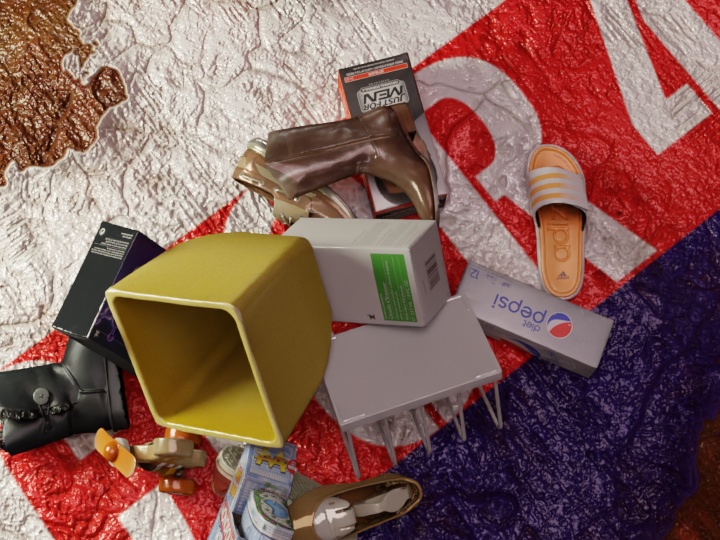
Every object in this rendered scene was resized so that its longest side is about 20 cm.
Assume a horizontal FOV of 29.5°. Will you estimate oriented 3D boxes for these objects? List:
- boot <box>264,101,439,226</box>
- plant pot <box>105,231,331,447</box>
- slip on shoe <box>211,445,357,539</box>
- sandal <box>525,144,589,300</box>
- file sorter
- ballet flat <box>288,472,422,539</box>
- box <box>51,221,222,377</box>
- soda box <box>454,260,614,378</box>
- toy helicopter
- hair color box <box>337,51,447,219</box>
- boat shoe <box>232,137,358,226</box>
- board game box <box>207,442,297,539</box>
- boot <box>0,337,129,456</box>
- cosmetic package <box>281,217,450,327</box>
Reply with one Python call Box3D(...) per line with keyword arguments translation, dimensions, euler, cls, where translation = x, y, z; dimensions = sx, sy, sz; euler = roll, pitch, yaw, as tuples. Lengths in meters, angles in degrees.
Box3D(translation=(-0.014, -0.112, 1.697), dimensions=(0.197, 0.065, 0.188), euler=(-14, 62, -11), cls="boot")
Box3D(translation=(-0.140, 0.057, 1.595), dimensions=(0.193, 0.196, 0.200), euler=(5, 35, 33), cls="plant pot")
Box3D(translation=(-0.094, 0.286, 1.669), dimensions=(0.198, 0.074, 0.062), euler=(28, 119, -2), cls="slip on shoe")
Box3D(translation=(0.261, -0.069, 1.759), dimensions=(0.078, 0.059, 0.210), euler=(-4, 75, -1), cls="sandal")
Box3D(translation=(0.061, 0.144, 1.653), dimensions=(0.197, 0.125, 0.140), euler=(-18, 44, -5), cls="file sorter")
Box3D(translation=(-0.009, 0.281, 1.618), dimensions=(0.198, 0.063, 0.070), euler=(-16, 94, -37), cls="ballet flat")
Box3D(translation=(-0.255, 0.053, 1.653), dimensions=(0.078, 0.200, 0.143), euler=(15, 74, 41), cls="box")
Box3D(translation=(0.213, 0.063, 1.722), dimensions=(0.198, 0.064, 0.069), euler=(22, 75, 5), cls="soda box")
Box3D(translation=(-0.243, 0.214, 1.611), dimensions=(0.130, 0.200, 0.080), euler=(10, 75, -15), cls="toy helicopter")
Box3D(translation=(0.040, -0.173, 1.785), dimensions=(0.100, 0.061, 0.203), euler=(-15, 76, -5), cls="hair color box")
Box3D(translation=(-0.082, -0.089, 1.762), dimensions=(0.199, 0.076, 0.072), euler=(37, 82, 18), cls="boat shoe")
Box3D(translation=(-0.127, 0.298, 1.558), dimensions=(0.061, 0.200, 0.202), euler=(18, 97, -11), cls="board game box")
Box3D(translation=(-0.383, 0.118, 1.699), dimensions=(0.166, 0.076, 0.203), euler=(-9, 81, -6), cls="boot")
Box3D(translation=(0.000, 0.000, 1.666), dimensions=(0.198, 0.085, 0.109), euler=(0, 117, 30), cls="cosmetic package")
